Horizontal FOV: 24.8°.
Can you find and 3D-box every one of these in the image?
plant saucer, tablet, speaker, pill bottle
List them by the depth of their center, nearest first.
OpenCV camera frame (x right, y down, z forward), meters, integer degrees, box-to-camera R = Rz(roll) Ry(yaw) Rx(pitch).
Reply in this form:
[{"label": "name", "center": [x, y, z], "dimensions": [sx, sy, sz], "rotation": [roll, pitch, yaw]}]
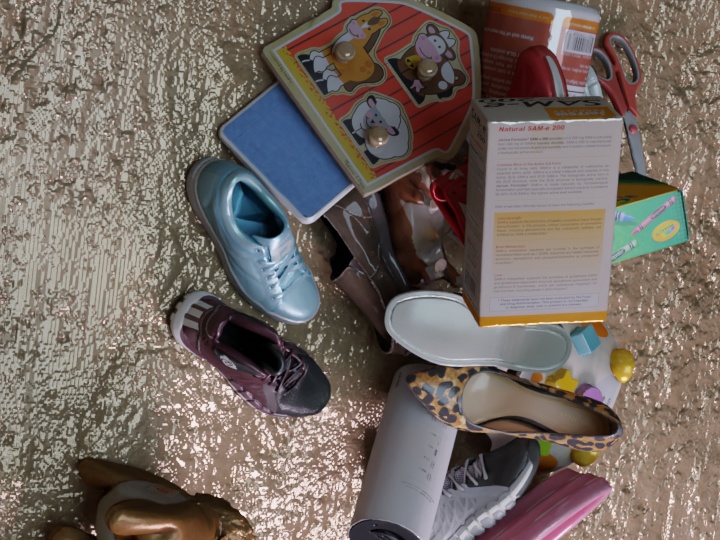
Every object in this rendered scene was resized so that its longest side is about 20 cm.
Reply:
[{"label": "tablet", "center": [-0.024, -0.148, 1.582], "dimensions": [0.200, 0.014, 0.130], "rotation": [-41, 81, -19]}, {"label": "pill bottle", "center": [0.166, -0.173, 1.637], "dimensions": [0.112, 0.112, 0.201], "rotation": [5, 102, -34]}, {"label": "speaker", "center": [0.049, 0.194, 1.643], "dimensions": [0.081, 0.081, 0.200], "rotation": [47, 42, -31]}, {"label": "plant saucer", "center": [0.180, 0.279, 1.762], "dimensions": [0.200, 0.201, 0.051], "rotation": [-32, 73, -25]}]

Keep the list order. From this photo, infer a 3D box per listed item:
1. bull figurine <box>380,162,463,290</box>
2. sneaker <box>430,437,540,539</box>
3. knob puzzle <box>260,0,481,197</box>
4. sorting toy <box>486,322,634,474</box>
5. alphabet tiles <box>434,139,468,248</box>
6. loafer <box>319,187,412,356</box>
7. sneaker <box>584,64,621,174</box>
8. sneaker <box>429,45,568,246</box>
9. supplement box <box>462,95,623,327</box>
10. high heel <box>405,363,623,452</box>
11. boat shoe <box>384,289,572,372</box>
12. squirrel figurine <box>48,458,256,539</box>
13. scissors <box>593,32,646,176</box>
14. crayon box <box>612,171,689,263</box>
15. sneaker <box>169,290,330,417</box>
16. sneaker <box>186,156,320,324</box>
[{"label": "bull figurine", "center": [0.057, -0.065, 1.635], "dimensions": [0.065, 0.121, 0.200], "rotation": [-25, 118, -23]}, {"label": "sneaker", "center": [0.087, 0.225, 1.703], "dimensions": [0.115, 0.075, 0.200], "rotation": [39, 104, -13]}, {"label": "knob puzzle", "center": [0.035, -0.190, 1.579], "dimensions": [0.219, 0.030, 0.220], "rotation": [4, 69, -12]}, {"label": "sorting toy", "center": [0.186, 0.115, 1.744], "dimensions": [0.180, 0.107, 0.200], "rotation": [26, 84, -43]}, {"label": "alphabet tiles", "center": [0.141, -0.103, 1.709], "dimensions": [0.200, 0.006, 0.167], "rotation": [40, 89, -20]}, {"label": "loafer", "center": [0.000, 0.000, 1.642], "dimensions": [0.071, 0.073, 0.200], "rotation": [-24, 107, -16]}, {"label": "sneaker", "center": [0.231, -0.125, 1.772], "dimensions": [0.080, 0.074, 0.200], "rotation": [-22, 107, -12]}, {"label": "sneaker", "center": [0.129, -0.111, 1.539], "dimensions": [0.115, 0.078, 0.201], "rotation": [-2, 100, -19]}, {"label": "supplement box", "center": [0.164, -0.054, 1.497], "dimensions": [0.126, 0.074, 0.201], "rotation": [-2, 112, -9]}, {"label": "high heel", "center": [0.155, 0.130, 1.604], "dimensions": [0.200, 0.142, 0.072], "rotation": [19, 79, -26]}, {"label": "boat shoe", "center": [0.112, 0.058, 1.636], "dimensions": [0.200, 0.060, 0.076], "rotation": [17, 103, -18]}, {"label": "squirrel figurine", "center": [-0.198, 0.295, 1.527], "dimensions": [0.200, 0.141, 0.187], "rotation": [14, 98, -32]}, {"label": "scissors", "center": [0.298, -0.165, 1.777], "dimensions": [0.073, 0.014, 0.200], "rotation": [-18, 80, -30]}, {"label": "crayon box", "center": [0.220, -0.042, 1.679], "dimensions": [0.200, 0.119, 0.058], "rotation": [-16, 106, -13]}, {"label": "sneaker", "center": [-0.086, 0.096, 1.568], "dimensions": [0.200, 0.115, 0.076], "rotation": [34, 80, -33]}, {"label": "sneaker", "center": [-0.092, -0.019, 1.563], "dimensions": [0.074, 0.082, 0.200], "rotation": [-46, 120, -16]}]
